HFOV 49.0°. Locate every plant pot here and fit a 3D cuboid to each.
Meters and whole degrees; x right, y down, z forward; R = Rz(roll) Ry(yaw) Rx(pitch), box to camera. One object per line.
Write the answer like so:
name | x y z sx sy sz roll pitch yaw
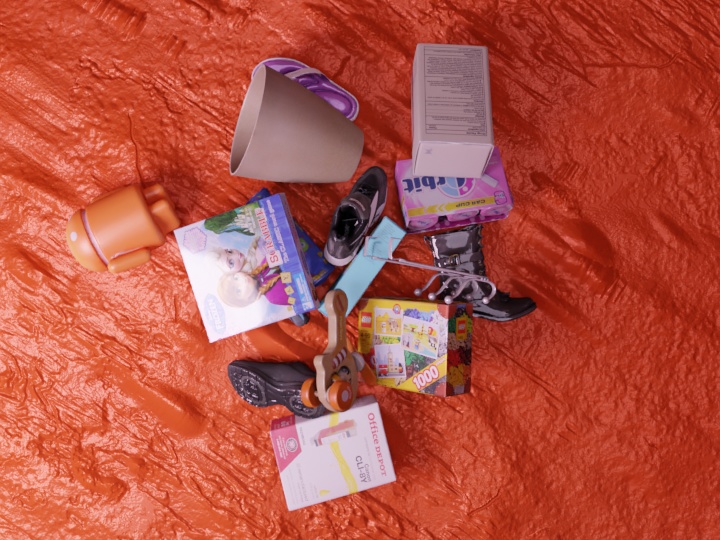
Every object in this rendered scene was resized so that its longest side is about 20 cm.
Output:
plant pot | -0.101 -0.226 1.347 0.197 0.187 0.190 15 90 -21

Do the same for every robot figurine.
robot figurine | -0.408 -0.070 1.336 0.198 0.117 0.146 -25 93 -4

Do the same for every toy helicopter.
toy helicopter | -0.031 0.133 1.317 0.078 0.131 0.204 -2 89 38

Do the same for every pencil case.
pencil case | -0.135 -0.049 1.381 0.200 0.078 0.087 48 58 -4

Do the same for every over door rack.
over door rack | 0.105 0.008 1.301 0.198 0.148 0.068 23 86 -17

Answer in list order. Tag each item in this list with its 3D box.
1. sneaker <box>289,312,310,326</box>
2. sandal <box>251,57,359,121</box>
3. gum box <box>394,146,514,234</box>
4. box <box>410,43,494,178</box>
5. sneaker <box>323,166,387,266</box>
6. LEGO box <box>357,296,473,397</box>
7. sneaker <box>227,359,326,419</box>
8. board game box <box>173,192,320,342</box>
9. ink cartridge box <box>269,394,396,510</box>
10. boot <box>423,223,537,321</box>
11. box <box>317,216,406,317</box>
sneaker | -0.176 0.038 1.391 0.200 0.079 0.096 42 98 3
sandal | -0.094 -0.323 1.394 0.200 0.050 0.084 19 89 -5
gum box | 0.167 -0.143 1.397 0.197 0.066 0.115 -9 71 -5
box | 0.153 -0.273 1.353 0.126 0.109 0.203 2 67 -3
sneaker | -0.002 -0.107 1.364 0.066 0.091 0.202 25 68 7
LEGO box | 0.091 0.125 1.348 0.077 0.198 0.152 0 91 -47
sneaker | -0.140 0.196 1.392 0.197 0.091 0.077 17 126 13
board game box | -0.191 -0.004 1.329 0.197 0.041 0.203 -18 92 10
ink cartridge box | -0.048 0.318 1.394 0.197 0.083 0.148 -14 92 -5
boot | 0.217 0.003 1.421 0.196 0.069 0.177 -4 92 -3
box | 0.000 0.000 1.393 0.049 0.082 0.201 36 87 -5
